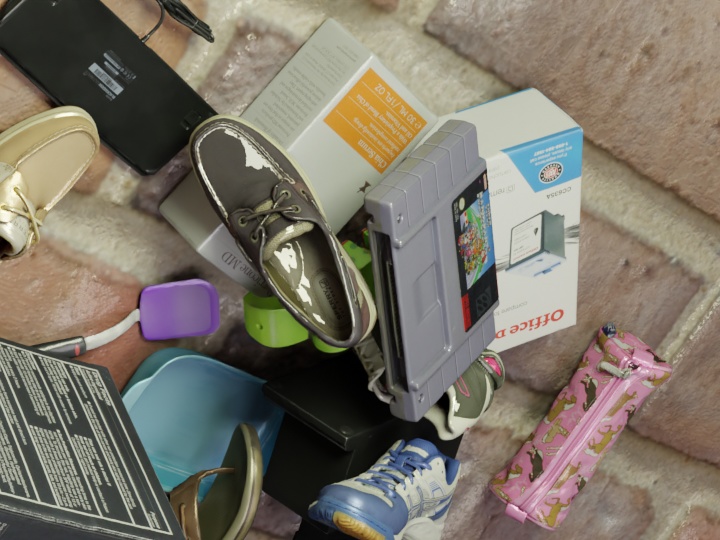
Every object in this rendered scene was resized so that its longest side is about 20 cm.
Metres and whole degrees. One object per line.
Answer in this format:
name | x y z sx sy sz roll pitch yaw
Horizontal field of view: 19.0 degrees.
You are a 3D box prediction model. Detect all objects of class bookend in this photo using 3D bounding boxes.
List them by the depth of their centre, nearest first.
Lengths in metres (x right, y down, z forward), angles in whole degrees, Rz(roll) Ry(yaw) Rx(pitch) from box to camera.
bookend | -0.013 0.177 1.803 0.198 0.092 0.201 -18 132 -52

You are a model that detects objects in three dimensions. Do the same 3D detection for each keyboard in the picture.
keyboard | -0.169 -0.159 1.553 0.127 0.021 0.200 -42 136 5

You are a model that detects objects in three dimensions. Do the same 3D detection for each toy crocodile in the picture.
toy crocodile | 0.000 0.000 1.664 0.200 0.062 0.068 -34 132 -19

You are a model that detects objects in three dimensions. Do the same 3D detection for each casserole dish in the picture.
casserole dish | -0.131 0.125 1.765 0.200 0.039 0.121 25 103 -44

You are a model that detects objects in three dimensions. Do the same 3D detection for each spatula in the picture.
spatula | -0.203 0.050 1.672 0.199 0.021 0.057 -18 130 -25

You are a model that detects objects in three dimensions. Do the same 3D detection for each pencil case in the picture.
pencil case | 0.203 0.147 1.990 0.086 0.083 0.200 26 104 -44

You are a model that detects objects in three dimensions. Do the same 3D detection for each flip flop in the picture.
flip flop | -0.141 0.210 1.747 0.057 0.081 0.200 28 107 -26

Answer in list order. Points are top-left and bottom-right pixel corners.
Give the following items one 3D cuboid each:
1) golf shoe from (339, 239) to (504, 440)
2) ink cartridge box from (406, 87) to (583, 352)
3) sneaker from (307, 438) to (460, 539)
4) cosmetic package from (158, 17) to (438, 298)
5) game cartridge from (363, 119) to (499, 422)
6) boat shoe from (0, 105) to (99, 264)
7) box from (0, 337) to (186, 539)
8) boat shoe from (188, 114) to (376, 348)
golf shoe | 0.024 0.052 1.728 0.077 0.200 0.088 -53 -178 42
ink cartridge box | 0.103 -0.032 1.791 0.146 0.086 0.201 -19 127 -22
sneaker | 0.021 0.169 1.688 0.088 0.075 0.200 -66 161 1
cosmetic package | -0.047 -0.082 1.657 0.200 0.071 0.101 -48 135 3
game cartridge | 0.058 0.000 1.632 0.130 0.038 0.201 -40 135 -39
boat shoe | -0.260 -0.035 1.535 0.200 0.069 0.074 -40 136 -4
box | -0.260 0.155 1.567 0.198 0.200 0.123 20 119 -42
boat shoe | -0.055 -0.028 1.572 0.072 0.065 0.200 -33 95 1
